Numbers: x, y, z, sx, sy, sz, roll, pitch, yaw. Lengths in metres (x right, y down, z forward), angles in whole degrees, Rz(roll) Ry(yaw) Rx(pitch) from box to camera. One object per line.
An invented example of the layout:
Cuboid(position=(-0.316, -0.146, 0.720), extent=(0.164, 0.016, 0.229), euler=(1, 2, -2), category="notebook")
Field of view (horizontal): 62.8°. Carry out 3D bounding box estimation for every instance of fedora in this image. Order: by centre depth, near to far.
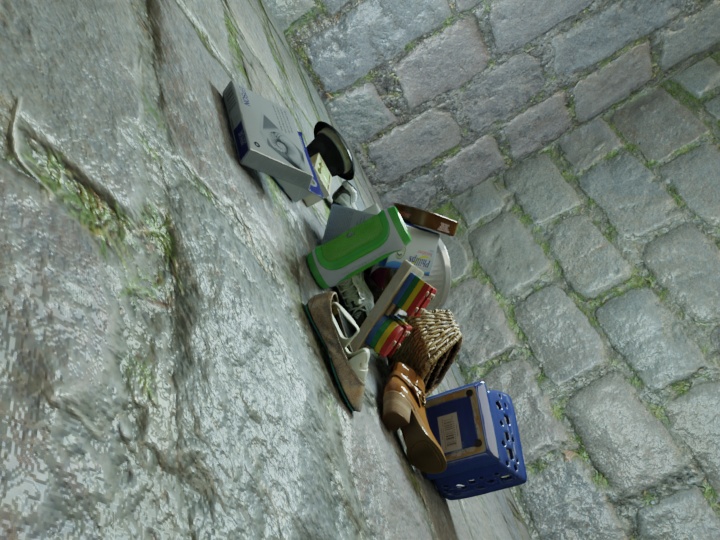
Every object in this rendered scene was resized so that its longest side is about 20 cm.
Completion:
Cuboid(position=(-0.099, -0.310, 1.627), extent=(0.201, 0.091, 0.202), euler=(49, -16, 20), category="fedora")

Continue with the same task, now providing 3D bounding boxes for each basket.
Cuboid(position=(0.163, 0.208, 1.342), extent=(0.151, 0.139, 0.203), euler=(-110, -152, -43), category="basket")

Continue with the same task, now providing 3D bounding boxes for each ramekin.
Cuboid(position=(0.131, 0.005, 1.481), extent=(0.199, 0.103, 0.206), euler=(19, -69, 62), category="ramekin")

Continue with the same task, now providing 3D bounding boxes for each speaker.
Cuboid(position=(-0.003, -0.043, 1.142), extent=(0.090, 0.197, 0.089), euler=(59, 9, -15), category="speaker")

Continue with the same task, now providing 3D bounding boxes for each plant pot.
Cuboid(position=(0.231, 0.366, 1.288), extent=(0.180, 0.197, 0.204), euler=(41, 35, -46), category="plant pot")

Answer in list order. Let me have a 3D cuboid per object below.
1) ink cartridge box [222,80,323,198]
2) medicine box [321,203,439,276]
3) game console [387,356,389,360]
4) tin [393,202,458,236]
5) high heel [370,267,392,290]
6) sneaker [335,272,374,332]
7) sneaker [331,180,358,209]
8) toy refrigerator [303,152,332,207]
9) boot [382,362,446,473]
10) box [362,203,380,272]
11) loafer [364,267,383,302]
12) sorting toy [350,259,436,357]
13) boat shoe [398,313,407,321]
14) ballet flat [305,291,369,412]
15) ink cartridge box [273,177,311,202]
Cuboid(position=(-0.155, -0.246, 1.115), extent=(0.198, 0.041, 0.202), euler=(18, 40, -43), category="ink cartridge box")
Cuboid(position=(0.047, -0.068, 1.338), extent=(0.197, 0.105, 0.180), euler=(18, 6, 39), category="medicine box")
Cuboid(position=(0.085, 0.191, 1.573), extent=(0.200, 0.030, 0.180), euler=(46, 25, -61), category="game console")
Cuboid(position=(0.147, -0.114, 1.344), extent=(0.111, 0.043, 0.198), euler=(24, 8, 35), category="tin")
Cuboid(position=(0.069, 0.092, 1.458), extent=(0.067, 0.095, 0.204), euler=(8, 56, -46), category="high heel")
Cuboid(position=(-0.010, 0.051, 1.238), extent=(0.202, 0.074, 0.116), euler=(59, 7, -39), category="sneaker")
Cuboid(position=(-0.050, -0.187, 1.758), extent=(0.074, 0.079, 0.201), euler=(46, -15, 24), category="sneaker")
Cuboid(position=(-0.114, -0.230, 1.469), extent=(0.077, 0.069, 0.201), euler=(60, 10, -18), category="toy refrigerator")
Cuboid(position=(0.118, 0.295, 1.195), extent=(0.202, 0.073, 0.156), euler=(56, 24, -20), category="boot")
Cuboid(position=(0.049, -0.039, 1.676), extent=(0.200, 0.129, 0.202), euler=(56, 12, -41), category="box")
Cuboid(position=(0.000, 0.000, 1.459), extent=(0.073, 0.071, 0.203), euler=(45, 20, -61), category="loafer")
Cuboid(position=(0.077, 0.090, 1.203), extent=(0.069, 0.201, 0.200), euler=(34, 3, 13), category="sorting toy")
Cuboid(position=(0.086, 0.128, 1.404), extent=(0.197, 0.067, 0.074), euler=(21, 70, -38), category="boat shoe")
Cuboid(position=(-0.025, 0.126, 0.957), extent=(0.203, 0.066, 0.068), euler=(65, 9, 7), category="ballet flat")
Cuboid(position=(-0.163, -0.263, 1.274), extent=(0.116, 0.067, 0.203), euler=(50, 16, -55), category="ink cartridge box")
